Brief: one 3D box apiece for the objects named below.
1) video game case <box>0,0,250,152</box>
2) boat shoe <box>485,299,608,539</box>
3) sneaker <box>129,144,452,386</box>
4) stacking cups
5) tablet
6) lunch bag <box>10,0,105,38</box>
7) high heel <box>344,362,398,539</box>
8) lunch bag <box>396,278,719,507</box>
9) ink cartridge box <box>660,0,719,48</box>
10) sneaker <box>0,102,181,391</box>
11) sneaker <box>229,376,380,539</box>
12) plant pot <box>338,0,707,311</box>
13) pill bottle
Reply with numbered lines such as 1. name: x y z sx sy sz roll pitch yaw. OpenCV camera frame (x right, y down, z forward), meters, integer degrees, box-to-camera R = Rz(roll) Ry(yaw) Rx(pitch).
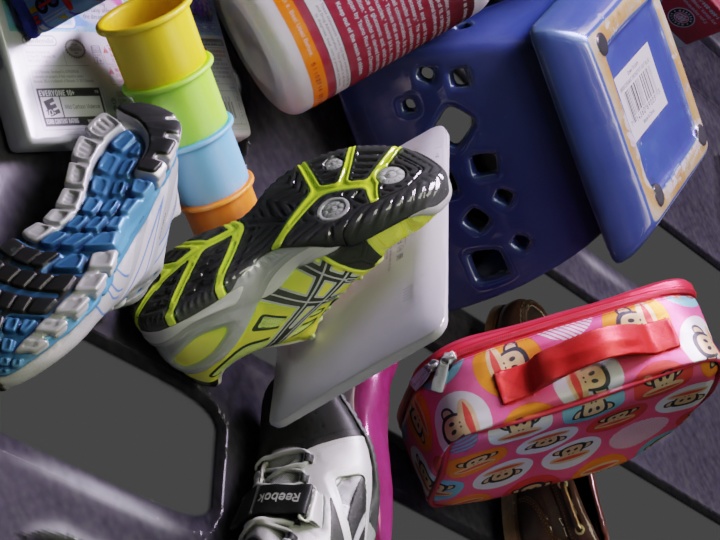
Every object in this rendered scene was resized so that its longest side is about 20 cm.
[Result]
1. video game case: -0.158 -0.162 1.242 0.200 0.024 0.183 -7 78 -53
2. boat shoe: 0.135 0.112 1.440 0.070 0.070 0.201 18 58 -48
3. sneaker: -0.035 -0.005 1.205 0.077 0.199 0.076 61 3 -40
4. stacking cups: -0.098 -0.065 1.224 0.061 0.060 0.201 -55 135 -50
5. tablet: 0.000 0.000 1.242 0.014 0.130 0.200 45 28 -28
6. lunch bag: -0.116 -0.238 1.187 0.094 0.150 0.200 57 37 -15
7. high heel: 0.013 0.101 1.290 0.096 0.067 0.201 10 61 -39
8. lunch bag: 0.128 0.077 1.312 0.199 0.176 0.082 -16 70 -12
9. ink cartridge box: 0.169 -0.245 1.571 0.145 0.200 0.145 37 48 -36
10. sneaker: -0.147 0.003 1.136 0.200 0.075 0.087 -57 150 -37
11. sneaker: -0.037 0.151 1.196 0.088 0.074 0.201 14 61 -52
12. plant pot: 0.124 -0.105 1.433 0.200 0.179 0.201 -46 120 -54
13. pill bottle: 0.012 -0.194 1.324 0.200 0.113 0.113 -30 99 -11
